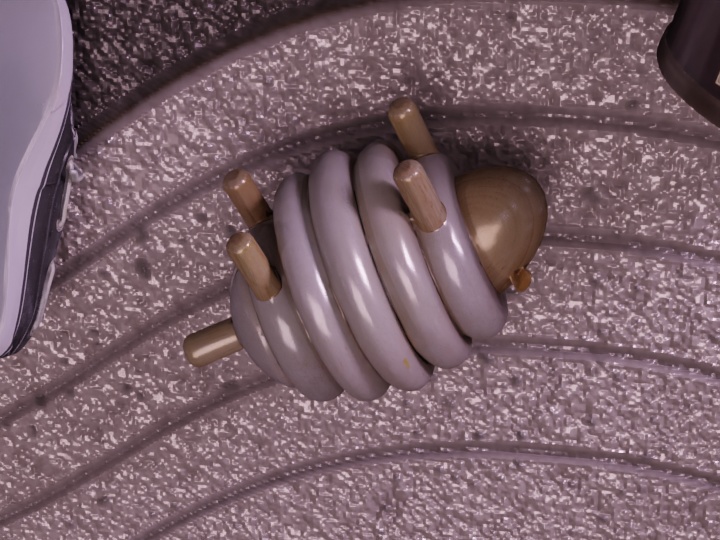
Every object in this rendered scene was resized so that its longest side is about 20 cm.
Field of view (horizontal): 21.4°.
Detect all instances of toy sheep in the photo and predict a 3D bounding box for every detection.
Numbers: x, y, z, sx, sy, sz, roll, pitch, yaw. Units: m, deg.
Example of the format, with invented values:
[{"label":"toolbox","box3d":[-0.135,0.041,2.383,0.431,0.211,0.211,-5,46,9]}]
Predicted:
[{"label":"toy sheep","box3d":[0.000,0.000,0.942,0.198,0.138,0.139,-19,113,15]}]

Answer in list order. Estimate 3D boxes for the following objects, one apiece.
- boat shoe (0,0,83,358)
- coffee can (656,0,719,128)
[{"label":"boat shoe","box3d":[-0.177,-0.051,0.982,0.073,0.068,0.202,7,95,19]},{"label":"coffee can","box3d":[0.228,-0.157,0.807,0.145,0.147,0.202,18,119,0]}]
